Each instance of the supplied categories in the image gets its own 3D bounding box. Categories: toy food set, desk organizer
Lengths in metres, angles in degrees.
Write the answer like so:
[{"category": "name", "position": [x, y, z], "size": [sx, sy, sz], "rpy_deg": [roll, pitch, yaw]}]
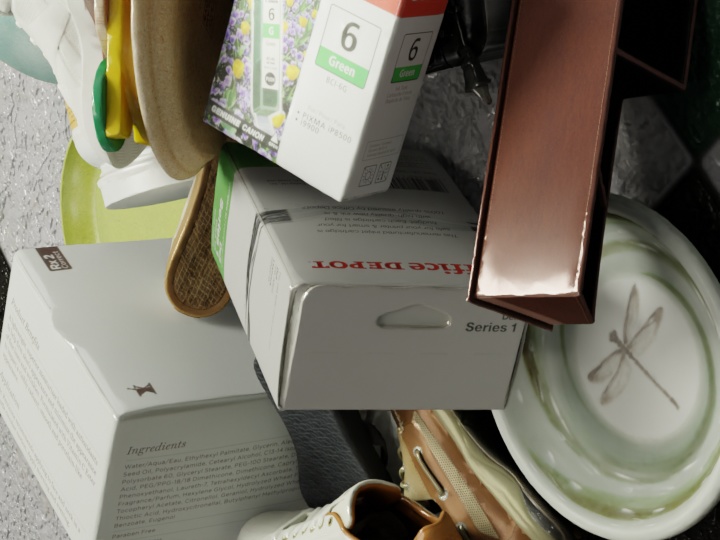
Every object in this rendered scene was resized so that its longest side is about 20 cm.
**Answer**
[{"category": "toy food set", "position": [-0.112, -0.155, 1.032], "size": [0.048, 0.198, 0.202], "rpy_deg": [3, 90, 10]}, {"category": "desk organizer", "position": [0.121, -0.074, 0.928], "size": [0.077, 0.071, 0.202], "rpy_deg": [-2, 75, 47]}]

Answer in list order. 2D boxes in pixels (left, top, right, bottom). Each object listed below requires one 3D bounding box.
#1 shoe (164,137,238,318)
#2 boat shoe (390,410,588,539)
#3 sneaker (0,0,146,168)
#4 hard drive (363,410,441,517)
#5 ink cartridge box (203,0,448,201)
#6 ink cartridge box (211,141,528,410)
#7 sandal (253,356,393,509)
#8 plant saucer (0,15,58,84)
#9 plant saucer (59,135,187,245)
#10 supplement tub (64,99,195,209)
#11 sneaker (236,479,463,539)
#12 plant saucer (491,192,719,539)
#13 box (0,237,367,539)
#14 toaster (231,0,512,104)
[{"category": "shoe", "position": [-0.078, -0.065, 1.157], "size": [0.201, 0.069, 0.053], "rpy_deg": [-61, 8, 15]}, {"category": "boat shoe", "position": [0.056, 0.122, 1.093], "size": [0.074, 0.075, 0.200], "rpy_deg": [-49, 58, 14]}, {"category": "sneaker", "position": [-0.190, -0.160, 1.097], "size": [0.115, 0.074, 0.201], "rpy_deg": [25, 144, 23]}, {"category": "hard drive", "position": [0.019, 0.182, 1.212], "size": [0.132, 0.026, 0.201], "rpy_deg": [50, 133, 31]}, {"category": "ink cartridge box", "position": [-0.010, -0.152, 0.938], "size": [0.108, 0.050, 0.202], "rpy_deg": [31, 117, 28]}, {"category": "ink cartridge box", "position": [0.000, 0.000, 1.038], "size": [0.200, 0.145, 0.085], "rpy_deg": [-118, 34, -58]}, {"category": "sandal", "position": [-0.010, 0.111, 1.128], "size": [0.076, 0.043, 0.201], "rpy_deg": [15, 142, 30]}, {"category": "plant saucer", "position": [-0.190, -0.224, 1.145], "size": [0.199, 0.039, 0.203], "rpy_deg": [0, 91, 10]}, {"category": "plant saucer", "position": [-0.178, -0.034, 1.394], "size": [0.199, 0.031, 0.202], "rpy_deg": [16, 111, 48]}, {"category": "supplement tub", "position": [-0.144, -0.155, 1.231], "size": [0.144, 0.144, 0.202], "rpy_deg": [-15, 88, 51]}, {"category": "sneaker", "position": [-0.007, 0.163, 1.098], "size": [0.199, 0.073, 0.085], "rpy_deg": [4, 117, 43]}, {"category": "plant saucer", "position": [0.152, 0.052, 0.994], "size": [0.199, 0.050, 0.202], "rpy_deg": [17, 113, 48]}, {"category": "box", "position": [-0.128, 0.083, 1.210], "size": [0.199, 0.198, 0.132], "rpy_deg": [48, 133, 44]}, {"category": "toaster", "position": [0.017, -0.194, 1.015], "size": [0.180, 0.118, 0.202], "rpy_deg": [-2, 98, 37]}]
